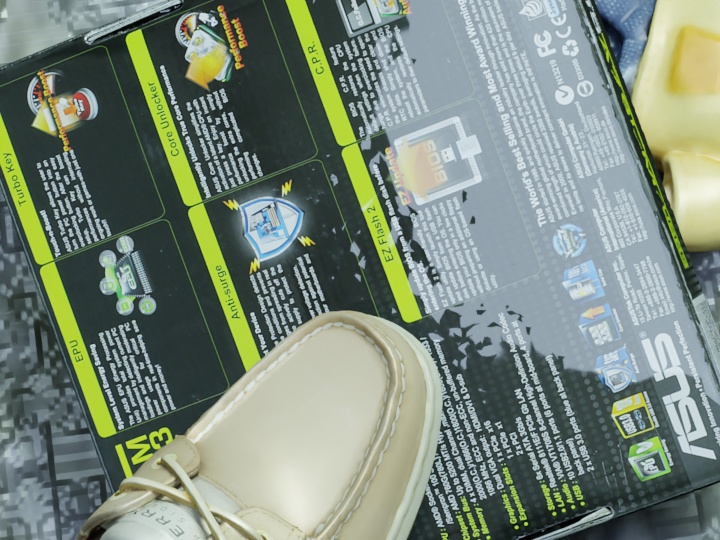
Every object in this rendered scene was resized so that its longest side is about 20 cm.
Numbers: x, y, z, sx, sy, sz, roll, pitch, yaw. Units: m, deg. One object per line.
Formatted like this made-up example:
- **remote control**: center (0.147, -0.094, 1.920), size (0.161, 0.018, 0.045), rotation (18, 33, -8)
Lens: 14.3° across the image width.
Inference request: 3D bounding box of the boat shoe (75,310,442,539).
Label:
- **boat shoe**: center (-0.050, 0.092, 0.827), size (0.074, 0.069, 0.200), rotation (31, 82, 28)

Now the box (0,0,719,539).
- **box**: center (0.000, 0.000, 0.892), size (0.193, 0.048, 0.200), rotation (-22, 88, 13)

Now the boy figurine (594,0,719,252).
- **boy figurine**: center (0.116, -0.059, 0.924), size (0.200, 0.064, 0.125), rotation (20, 78, 11)
